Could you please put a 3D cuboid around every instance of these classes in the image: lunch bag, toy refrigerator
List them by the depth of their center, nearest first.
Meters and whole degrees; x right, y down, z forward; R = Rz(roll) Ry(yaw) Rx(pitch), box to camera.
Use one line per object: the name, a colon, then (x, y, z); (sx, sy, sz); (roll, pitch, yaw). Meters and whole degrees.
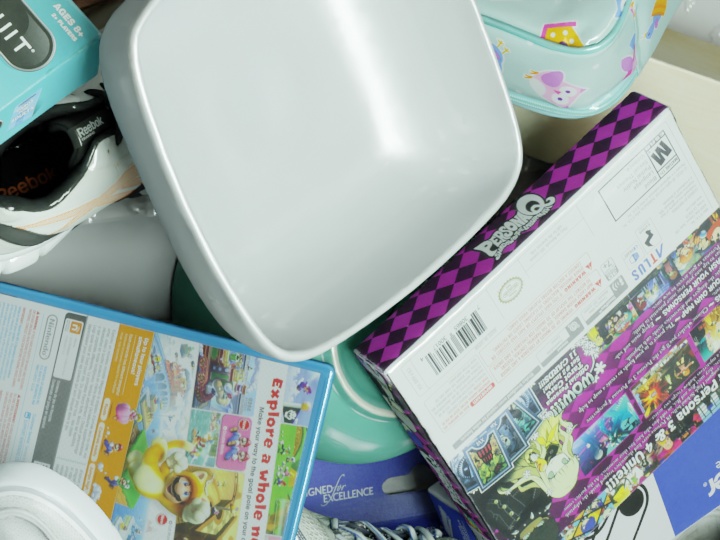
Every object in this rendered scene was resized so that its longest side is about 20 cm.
lunch bag: (0.094, -0.182, 1.432); (0.201, 0.160, 0.077); (-60, 158, -28)
toy refrigerator: (0.155, -0.091, 1.525); (0.199, 0.070, 0.076); (16, 114, -25)

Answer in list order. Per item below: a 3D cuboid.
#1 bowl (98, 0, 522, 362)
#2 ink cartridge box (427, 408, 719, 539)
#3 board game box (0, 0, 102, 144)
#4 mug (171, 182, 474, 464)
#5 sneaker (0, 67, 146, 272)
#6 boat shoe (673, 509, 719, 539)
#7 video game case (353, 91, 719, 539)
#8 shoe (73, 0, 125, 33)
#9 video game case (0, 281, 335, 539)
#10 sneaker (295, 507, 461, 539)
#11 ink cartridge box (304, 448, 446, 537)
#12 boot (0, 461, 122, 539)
bowl: (-0.032, -0.078, 1.321); (0.200, 0.074, 0.200); (-39, 117, -33)
ink cartridge box: (0.139, 0.109, 1.524); (0.199, 0.044, 0.094); (-32, 120, -18)
board game box: (-0.242, -0.096, 1.269); (0.200, 0.047, 0.151); (-39, 80, -20)
mug: (-0.008, 0.007, 1.436); (0.151, 0.114, 0.186); (-15, 107, -28)
sneaker: (-0.117, -0.068, 1.358); (0.200, 0.080, 0.074); (-38, 88, -23)
boat shoe: (0.169, 0.196, 1.571); (0.200, 0.072, 0.066); (-32, 118, -50)
video game case: (0.112, 0.038, 1.425); (0.200, 0.036, 0.182); (-43, 129, -11)
shoe: (-0.150, -0.142, 1.359); (0.199, 0.053, 0.070); (-29, 112, -24)
video game case: (-0.125, 0.092, 1.373); (0.199, 0.018, 0.144); (14, 91, 3)
sneaker: (0.017, 0.159, 1.444); (0.085, 0.077, 0.200); (-40, 124, 10)
ink cartridge box: (0.043, 0.193, 1.544); (0.197, 0.047, 0.201); (-7, 105, -29)
boot: (-0.144, 0.195, 1.331); (0.096, 0.073, 0.201); (-72, 149, -54)
